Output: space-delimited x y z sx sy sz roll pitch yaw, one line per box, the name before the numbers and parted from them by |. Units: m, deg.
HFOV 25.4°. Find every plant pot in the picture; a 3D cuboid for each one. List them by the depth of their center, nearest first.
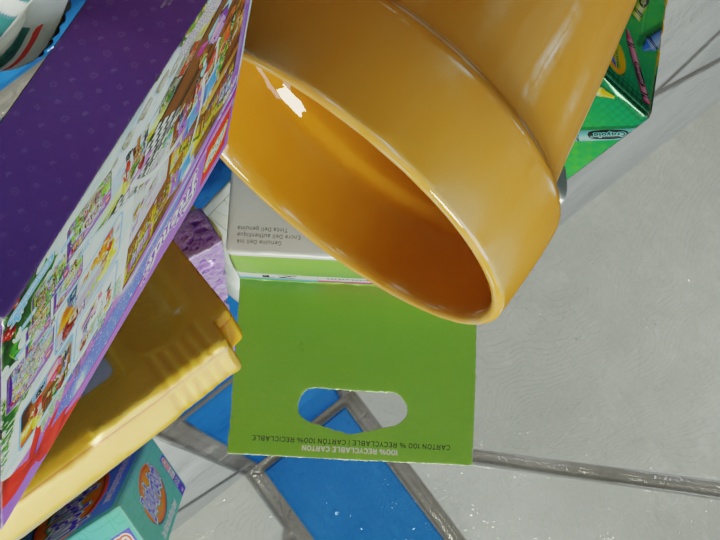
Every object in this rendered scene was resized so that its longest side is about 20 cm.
plant pot | 0.037 -0.109 0.764 0.184 0.199 0.200 -52 175 -14

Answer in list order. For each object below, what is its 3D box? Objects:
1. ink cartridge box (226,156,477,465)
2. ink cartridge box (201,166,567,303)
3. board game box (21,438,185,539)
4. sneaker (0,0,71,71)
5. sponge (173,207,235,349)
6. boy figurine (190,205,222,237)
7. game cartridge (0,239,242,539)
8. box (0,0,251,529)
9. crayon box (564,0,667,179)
ink cartridge box | 0.000 0.000 0.878 0.146 0.203 0.076 3 169 1
ink cartridge box | 0.003 -0.043 0.991 0.200 0.162 0.057 -41 -159 30
board game box | -0.201 0.186 0.940 0.199 0.045 0.152 -33 -173 3
sneaker | -0.124 -0.100 0.455 0.093 0.070 0.200 -40 176 -33
sponge | -0.126 0.044 0.925 0.111 0.030 0.201 -33 160 -15
boy figurine | -0.171 0.026 0.942 0.200 0.065 0.124 -41 158 -2
game cartridge | -0.169 0.045 0.761 0.199 0.176 0.033 -38 135 -7
box | -0.095 -0.027 0.563 0.137 0.039 0.201 107 7 -53
crayon box | 0.139 -0.144 1.055 0.119 0.058 0.201 -38 -157 38
